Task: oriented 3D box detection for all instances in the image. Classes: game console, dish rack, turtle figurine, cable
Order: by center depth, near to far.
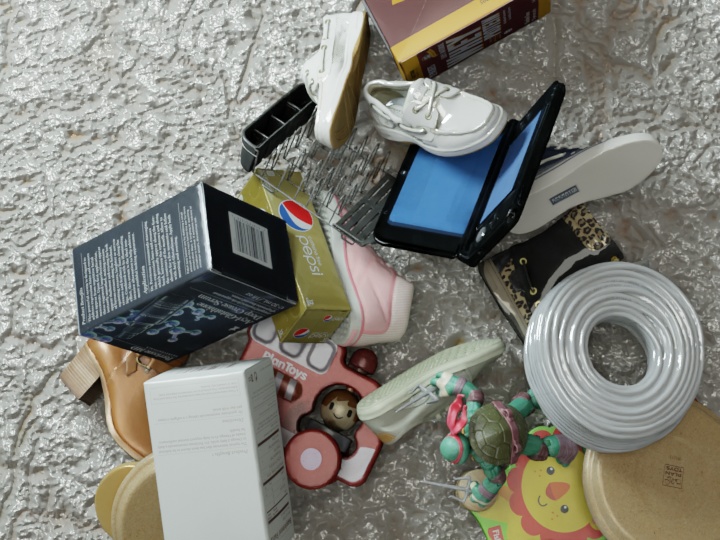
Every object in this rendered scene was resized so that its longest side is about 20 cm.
[{"bbox_3d":[0.139,0.180,1.605,0.198,0.100,0.152,-8,92,-32],"label":"turtle figurine"},{"bbox_3d":[0.277,0.092,1.606,0.197,0.069,0.203,-14,78,-15],"label":"cable"},{"bbox_3d":[0.120,-0.118,1.641,0.115,0.176,0.202,27,60,-8],"label":"game console"},{"bbox_3d":[-0.030,-0.117,1.715,0.199,0.055,0.153,35,45,9],"label":"dish rack"}]

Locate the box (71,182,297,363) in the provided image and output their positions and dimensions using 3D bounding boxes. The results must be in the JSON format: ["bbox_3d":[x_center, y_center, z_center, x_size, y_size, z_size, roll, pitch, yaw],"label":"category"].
[{"bbox_3d":[-0.194,0.007,1.631,0.198,0.148,0.108,-24,62,30],"label":"box"}]

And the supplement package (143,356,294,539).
[{"bbox_3d":[-0.148,0.204,1.591,0.115,0.117,0.203,-7,93,10],"label":"supplement package"}]

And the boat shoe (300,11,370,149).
[{"bbox_3d":[-0.036,-0.221,1.731,0.068,0.071,0.202,4,50,10],"label":"boat shoe"}]

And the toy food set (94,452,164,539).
[{"bbox_3d":[-0.191,0.288,1.705,0.198,0.049,0.200,-26,107,3],"label":"toy food set"}]

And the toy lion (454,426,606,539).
[{"bbox_3d":[0.211,0.279,1.682,0.189,0.069,0.203,-13,81,-2],"label":"toy lion"}]

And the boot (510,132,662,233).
[{"bbox_3d":[0.239,-0.122,1.696,0.198,0.073,0.091,-23,43,7],"label":"boot"}]

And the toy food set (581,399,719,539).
[{"bbox_3d":[0.339,0.230,1.648,0.197,0.049,0.201,-3,75,-10],"label":"toy food set"}]

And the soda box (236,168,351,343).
[{"bbox_3d":[-0.079,-0.017,1.699,0.068,0.063,0.202,-51,49,40],"label":"soda box"}]

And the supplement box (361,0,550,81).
[{"bbox_3d":[0.090,-0.355,1.723,0.196,0.133,0.202,-28,81,3],"label":"supplement box"}]

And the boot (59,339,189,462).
[{"bbox_3d":[-0.240,0.134,1.749,0.155,0.074,0.200,-45,83,-3],"label":"boot"}]

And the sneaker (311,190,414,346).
[{"bbox_3d":[0.000,0.000,1.736,0.103,0.075,0.202,4,55,-30],"label":"sneaker"}]

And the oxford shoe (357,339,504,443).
[{"bbox_3d":[0.084,0.134,1.675,0.199,0.075,0.058,-29,99,-28],"label":"oxford shoe"}]

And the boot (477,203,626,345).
[{"bbox_3d":[0.244,0.035,1.696,0.150,0.073,0.201,-35,75,3],"label":"boot"}]

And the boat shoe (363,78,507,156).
[{"bbox_3d":[0.075,-0.178,1.658,0.199,0.069,0.071,11,59,46],"label":"boat shoe"}]

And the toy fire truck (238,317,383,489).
[{"bbox_3d":[-0.061,0.150,1.701,0.198,0.112,0.170,25,88,8],"label":"toy fire truck"}]
